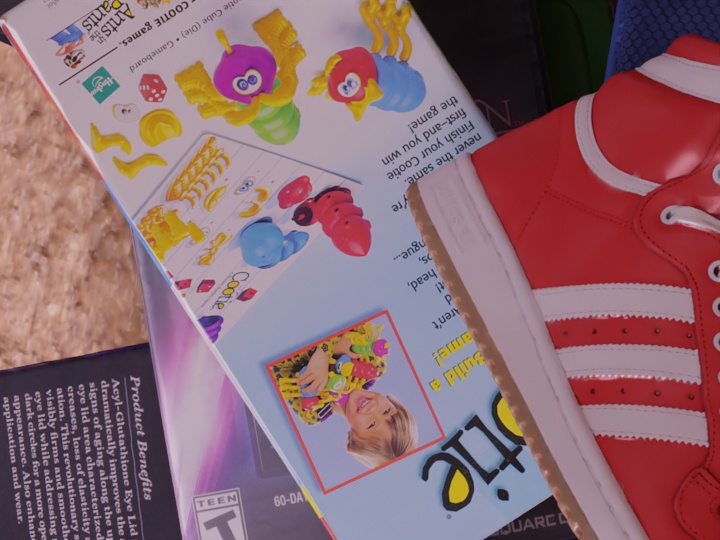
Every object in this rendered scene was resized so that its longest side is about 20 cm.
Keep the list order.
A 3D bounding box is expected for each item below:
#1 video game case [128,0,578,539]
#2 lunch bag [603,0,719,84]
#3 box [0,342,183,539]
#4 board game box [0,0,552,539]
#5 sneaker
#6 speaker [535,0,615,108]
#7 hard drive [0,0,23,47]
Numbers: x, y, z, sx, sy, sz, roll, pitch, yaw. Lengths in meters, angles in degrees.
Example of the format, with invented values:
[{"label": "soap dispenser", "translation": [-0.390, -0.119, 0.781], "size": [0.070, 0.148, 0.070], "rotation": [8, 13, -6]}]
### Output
[{"label": "video game case", "translation": [0.000, 0.000, 0.846], "size": [0.143, 0.019, 0.200], "rotation": [-10, 88, -1]}, {"label": "lunch bag", "translation": [0.181, -0.031, 0.757], "size": [0.200, 0.132, 0.136], "rotation": [6, 77, 39]}, {"label": "box", "translation": [-0.071, 0.082, 0.969], "size": [0.200, 0.148, 0.104], "rotation": [-12, 84, 39]}, {"label": "board game box", "translation": [-0.007, -0.013, 0.786], "size": [0.105, 0.103, 0.200], "rotation": [-33, 87, -2]}, {"label": "sneaker", "translation": [0.096, 0.021, 0.653], "size": [0.112, 0.071, 0.200], "rotation": [-33, 53, 7]}, {"label": "speaker", "translation": [0.052, -0.025, 0.897], "size": [0.088, 0.088, 0.200], "rotation": [-8, 87, 41]}, {"label": "hard drive", "translation": [-0.049, -0.157, 0.947], "size": [0.139, 0.033, 0.200], "rotation": [24, 86, 23]}]
